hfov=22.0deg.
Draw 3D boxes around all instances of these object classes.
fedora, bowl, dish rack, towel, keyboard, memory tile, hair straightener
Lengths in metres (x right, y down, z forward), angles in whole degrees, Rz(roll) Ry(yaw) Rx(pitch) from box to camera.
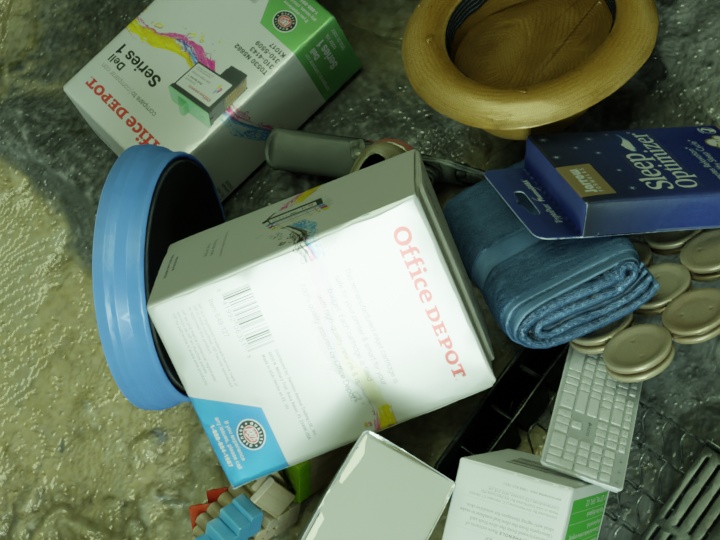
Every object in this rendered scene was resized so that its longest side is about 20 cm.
[{"bbox_3d":[0.131,-0.162,1.409,0.200,0.082,0.201,-5,52,6],"label":"fedora"},{"bbox_3d":[-0.145,0.004,1.399,0.039,0.201,0.202,-3,65,16],"label":"bowl"},{"bbox_3d":[0.170,0.149,1.315,0.200,0.055,0.154,32,80,27],"label":"dish rack"},{"bbox_3d":[0.133,-0.013,1.351,0.111,0.049,0.200,-26,31,-1],"label":"towel"},{"bbox_3d":[0.165,0.085,1.279,0.056,0.011,0.200,24,33,1],"label":"keyboard"},{"bbox_3d":[0.202,0.007,1.334,0.153,0.017,0.200,-32,31,-11],"label":"memory tile"},{"bbox_3d":[0.014,-0.080,1.462,0.199,0.077,0.041,15,95,19],"label":"hair straightener"}]

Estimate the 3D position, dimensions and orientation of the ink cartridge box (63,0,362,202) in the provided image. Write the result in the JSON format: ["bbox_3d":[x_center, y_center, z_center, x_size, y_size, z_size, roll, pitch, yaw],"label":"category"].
[{"bbox_3d":[-0.124,-0.160,1.535,0.200,0.084,0.145,-44,61,-5],"label":"ink cartridge box"}]

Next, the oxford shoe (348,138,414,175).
[{"bbox_3d":[0.000,0.000,1.395,0.070,0.075,0.201,6,96,14],"label":"oxford shoe"}]

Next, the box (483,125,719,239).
[{"bbox_3d":[0.201,-0.065,1.337,0.199,0.033,0.121,-5,28,-15],"label":"box"}]

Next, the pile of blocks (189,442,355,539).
[{"bbox_3d":[-0.089,0.169,1.373,0.200,0.082,0.062,-47,61,-6],"label":"pile of blocks"}]

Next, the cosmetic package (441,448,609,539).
[{"bbox_3d":[0.096,0.228,1.237,0.084,0.108,0.201,13,94,22],"label":"cosmetic package"}]

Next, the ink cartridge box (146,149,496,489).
[{"bbox_3d":[-0.023,0.029,1.291,0.199,0.145,0.148,-21,106,7],"label":"ink cartridge box"}]

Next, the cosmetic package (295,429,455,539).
[{"bbox_3d":[0.000,0.180,1.267,0.073,0.200,0.104,30,78,1],"label":"cosmetic package"}]
